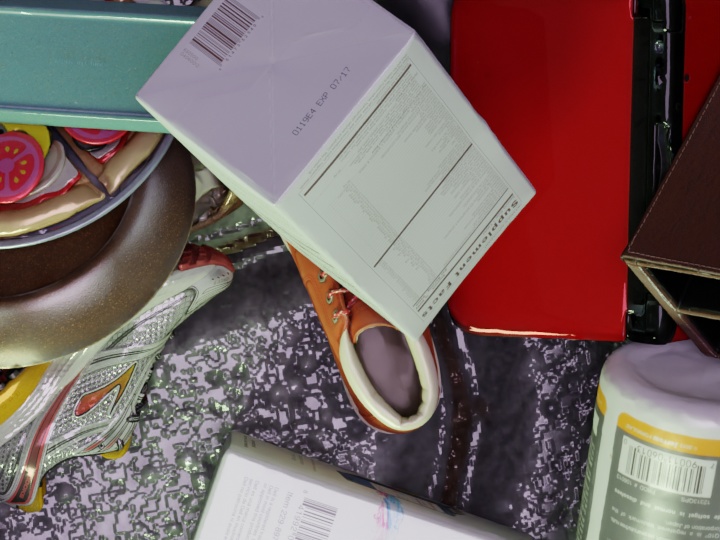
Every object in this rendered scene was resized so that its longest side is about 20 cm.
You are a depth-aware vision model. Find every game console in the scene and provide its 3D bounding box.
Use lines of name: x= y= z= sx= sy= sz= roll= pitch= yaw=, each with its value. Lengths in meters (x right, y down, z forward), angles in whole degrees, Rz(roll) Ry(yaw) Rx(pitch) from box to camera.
game console: x=0.149 y=-0.065 z=1.409 sx=0.172 sy=0.118 sz=0.201 roll=-8 pitch=102 yaw=-46

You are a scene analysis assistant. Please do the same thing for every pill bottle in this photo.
pill bottle: x=0.182 y=0.148 z=1.405 sx=0.116 sy=0.117 sz=0.201 roll=4 pitch=113 yaw=-4

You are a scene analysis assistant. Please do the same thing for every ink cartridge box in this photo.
ink cartridge box: x=-0.008 y=0.196 z=1.428 sx=0.199 sy=0.088 sz=0.146 roll=19 pitch=92 yaw=-3

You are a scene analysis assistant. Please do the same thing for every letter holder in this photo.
letter holder: x=0.261 y=-0.052 z=1.334 sx=0.101 sy=0.142 sz=0.201 roll=45 pitch=66 yaw=-38

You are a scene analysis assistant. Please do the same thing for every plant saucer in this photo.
plant saucer: x=-0.193 y=-0.041 z=1.374 sx=0.199 sy=0.032 sz=0.201 roll=-5 pitch=60 yaw=8
plant saucer: x=-0.149 y=-0.112 z=1.325 sx=0.199 sy=0.019 sz=0.070 roll=4 pitch=94 yaw=7

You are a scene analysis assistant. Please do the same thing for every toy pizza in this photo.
toy pizza: x=-0.195 y=-0.104 z=1.373 sx=0.199 sy=0.032 sz=0.201 roll=-4 pitch=61 yaw=7

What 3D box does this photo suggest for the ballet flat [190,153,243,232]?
ballet flat: x=-0.155 y=-0.033 z=1.414 sx=0.199 sy=0.065 sz=0.071 roll=-24 pitch=97 yaw=-2

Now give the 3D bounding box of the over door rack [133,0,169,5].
over door rack: x=-0.093 y=-0.221 z=1.360 sx=0.148 sy=0.067 sz=0.200 roll=-44 pitch=68 yaw=7

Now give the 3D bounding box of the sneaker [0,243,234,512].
sneaker: x=-0.149 y=0.060 z=1.423 sx=0.200 sy=0.078 sz=0.082 roll=-41 pitch=102 yaw=7

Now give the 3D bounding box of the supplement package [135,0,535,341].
supplement package: x=-0.008 y=-0.065 z=1.279 sx=0.109 sy=0.200 sz=0.114 roll=38 pitch=86 yaw=30

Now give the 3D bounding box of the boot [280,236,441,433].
boot: x=0.000 y=0.000 z=1.408 sx=0.075 sy=0.107 sz=0.201 roll=-21 pitch=93 yaw=1

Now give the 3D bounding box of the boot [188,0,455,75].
boot: x=0.013 y=-0.137 z=1.419 sx=0.199 sy=0.073 sz=0.151 roll=-26 pitch=95 yaw=-7
